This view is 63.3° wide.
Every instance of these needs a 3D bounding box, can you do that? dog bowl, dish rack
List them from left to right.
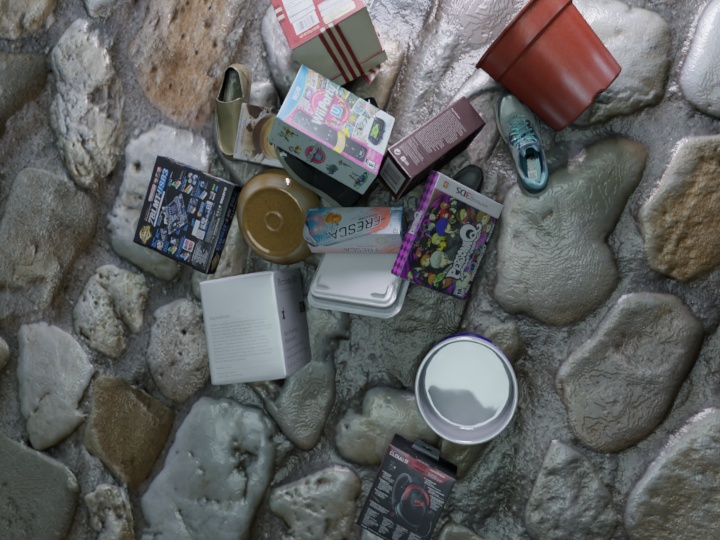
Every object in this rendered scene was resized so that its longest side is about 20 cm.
[{"bbox_3d":[0.000,0.000,1.137,0.195,0.044,0.174,7,55,20],"label":"dish rack"},{"bbox_3d":[0.206,0.228,1.140,0.194,0.079,0.206,0,92,13],"label":"dog bowl"}]

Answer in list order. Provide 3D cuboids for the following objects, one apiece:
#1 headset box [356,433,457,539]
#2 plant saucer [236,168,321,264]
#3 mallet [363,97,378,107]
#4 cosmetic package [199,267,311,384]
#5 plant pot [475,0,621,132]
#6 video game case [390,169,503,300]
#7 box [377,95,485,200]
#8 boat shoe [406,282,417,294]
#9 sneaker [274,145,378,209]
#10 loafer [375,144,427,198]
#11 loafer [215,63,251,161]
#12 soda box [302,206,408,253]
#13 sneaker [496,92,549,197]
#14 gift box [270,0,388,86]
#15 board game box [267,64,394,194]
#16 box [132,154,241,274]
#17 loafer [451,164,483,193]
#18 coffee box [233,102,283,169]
[{"bbox_3d":[0.098,0.442,1.174,0.146,0.075,0.204,24,97,11],"label":"headset box"},{"bbox_3d":[-0.173,-0.104,1.207,0.194,0.035,0.206,5,109,14],"label":"plant saucer"},{"bbox_3d":[-0.041,-0.308,1.135,0.041,0.196,0.068,-25,74,53],"label":"mallet"},{"bbox_3d":[-0.208,0.108,1.185,0.160,0.165,0.206,-7,92,12],"label":"cosmetic package"},{"bbox_3d":[0.340,-0.370,1.039,0.195,0.201,0.201,45,100,-1],"label":"plant pot"},{"bbox_3d":[0.166,-0.061,1.104,0.178,0.036,0.204,19,97,-34],"label":"video game case"},{"bbox_3d":[0.129,-0.226,1.086,0.199,0.100,0.075,-40,85,-20],"label":"box"},{"bbox_3d":[0.065,0.030,1.174,0.196,0.072,0.067,-19,119,0],"label":"boat shoe"},{"bbox_3d":[-0.062,-0.202,1.099,0.106,0.198,0.076,-41,38,22],"label":"sneaker"},{"bbox_3d":[0.059,-0.201,1.163,0.198,0.076,0.069,34,135,1],"label":"loafer"},{"bbox_3d":[-0.274,-0.337,1.233,0.074,0.067,0.206,3,93,12],"label":"loafer"},{"bbox_3d":[-0.008,-0.077,1.123,0.194,0.069,0.065,0,59,15],"label":"soda box"},{"bbox_3d":[0.312,-0.242,1.094,0.076,0.086,0.205,-20,88,12],"label":"sneaker"},{"bbox_3d":[-0.061,-0.450,1.117,0.180,0.187,0.205,-21,72,11],"label":"gift box"},{"bbox_3d":[-0.049,-0.253,1.047,0.196,0.064,0.150,26,55,-12],"label":"board game box"},{"bbox_3d":[-0.379,-0.121,1.275,0.194,0.050,0.205,21,97,12],"label":"box"},{"bbox_3d":[0.168,-0.121,1.138,0.072,0.072,0.202,38,99,9],"label":"loafer"},{"bbox_3d":[-0.150,-0.264,1.201,0.195,0.080,0.116,12,95,12],"label":"coffee box"}]
